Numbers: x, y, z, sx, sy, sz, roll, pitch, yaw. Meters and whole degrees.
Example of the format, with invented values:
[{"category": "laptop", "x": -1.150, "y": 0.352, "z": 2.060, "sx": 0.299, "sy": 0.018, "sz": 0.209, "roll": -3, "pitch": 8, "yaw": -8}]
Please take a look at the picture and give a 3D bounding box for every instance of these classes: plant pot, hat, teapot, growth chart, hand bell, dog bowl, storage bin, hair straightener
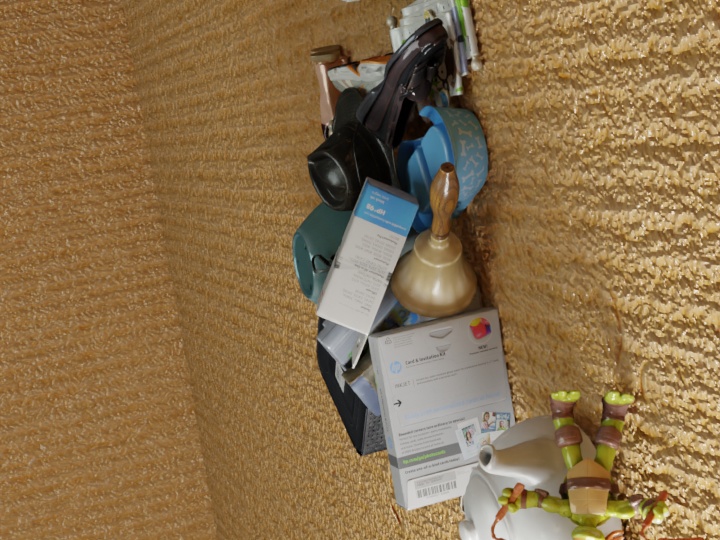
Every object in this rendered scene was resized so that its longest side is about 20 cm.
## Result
[{"category": "plant pot", "x": -0.016, "y": -0.021, "z": 1.905, "sx": 0.200, "sy": 0.133, "sz": 0.203, "roll": 169, "pitch": 90, "yaw": -72}, {"category": "hat", "x": -0.018, "y": -0.125, "z": 1.753, "sx": 0.200, "sy": 0.080, "sz": 0.203, "roll": 161, "pitch": 90, "yaw": -73}, {"category": "teapot", "x": 0.171, "y": 0.255, "z": 1.451, "sx": 0.197, "sy": 0.144, "sz": 0.203, "roll": 172, "pitch": 82, "yaw": -77}, {"category": "growth chart", "x": 0.084, "y": -0.254, "z": 1.604, "sx": 0.200, "sy": 0.018, "sz": 0.147, "roll": -25, "pitch": 78, "yaw": 64}, {"category": "hand bell", "x": 0.088, "y": -0.049, "z": 1.563, "sx": 0.201, "sy": 0.103, "sz": 0.105, "roll": 92, "pitch": 159, "yaw": -52}, {"category": "dog bowl", "x": 0.095, "y": -0.119, "z": 1.634, "sx": 0.200, "sy": 0.049, "sz": 0.113, "roll": 125, "pitch": 131, "yaw": -66}, {"category": "storage bin", "x": 0.012, "y": 0.144, "z": 1.987, "sx": 0.136, "sy": 0.093, "sz": 0.201, "roll": 96, "pitch": 155, "yaw": -44}, {"category": "hair straightener", "x": 0.010, "y": -0.022, "z": 1.757, "sx": 0.198, "sy": 0.077, "sz": 0.042, "roll": -6, "pitch": 87, "yaw": 37}]

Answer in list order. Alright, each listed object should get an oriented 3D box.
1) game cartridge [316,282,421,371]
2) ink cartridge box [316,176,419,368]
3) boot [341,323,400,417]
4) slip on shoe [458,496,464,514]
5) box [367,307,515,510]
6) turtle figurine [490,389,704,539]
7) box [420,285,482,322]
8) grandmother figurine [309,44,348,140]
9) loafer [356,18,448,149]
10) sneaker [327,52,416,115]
[{"category": "game cartridge", "x": 0.020, "y": 0.074, "z": 1.792, "sx": 0.040, "sy": 0.134, "sz": 0.200, "roll": 36, "pitch": 172, "yaw": 25}, {"category": "ink cartridge box", "x": 0.000, "y": 0.000, "z": 1.621, "sx": 0.116, "sy": 0.066, "sz": 0.202, "roll": -94, "pitch": 26, "yaw": -83}, {"category": "boot", "x": 0.039, "y": 0.150, "z": 1.814, "sx": 0.075, "sy": 0.096, "sz": 0.201, "roll": 52, "pitch": 173, "yaw": 38}, {"category": "slip on shoe", "x": 0.145, "y": 0.270, "z": 1.701, "sx": 0.200, "sy": 0.060, "sz": 0.077, "roll": -137, "pitch": 39, "yaw": -62}, {"category": "box", "x": 0.100, "y": 0.158, "z": 1.617, "sx": 0.041, "sy": 0.154, "sz": 0.203, "roll": -173, "pitch": 72, "yaw": -70}, {"category": "turtle figurine", "x": 0.225, "y": 0.198, "z": 1.323, "sx": 0.064, "sy": 0.197, "sz": 0.164, "roll": 45, "pitch": -133, "yaw": -62}, {"category": "box", "x": 0.122, "y": 0.118, "z": 1.724, "sx": 0.144, "sy": 0.036, "sz": 0.203, "roll": -176, "pitch": 77, "yaw": -73}, {"category": "grandmother figurine", "x": -0.035, "y": -0.210, "z": 1.983, "sx": 0.121, "sy": 0.060, "sz": 0.203, "roll": -71, "pitch": -25, "yaw": -69}, {"category": "loafer", "x": 0.059, "y": -0.209, "z": 1.590, "sx": 0.063, "sy": 0.072, "sz": 0.200, "roll": 53, "pitch": 148, "yaw": 8}, {"category": "sneaker", "x": 0.015, "y": -0.224, "z": 1.787, "sx": 0.200, "sy": 0.075, "sz": 0.093, "roll": -163, "pitch": 59, "yaw": -72}]
